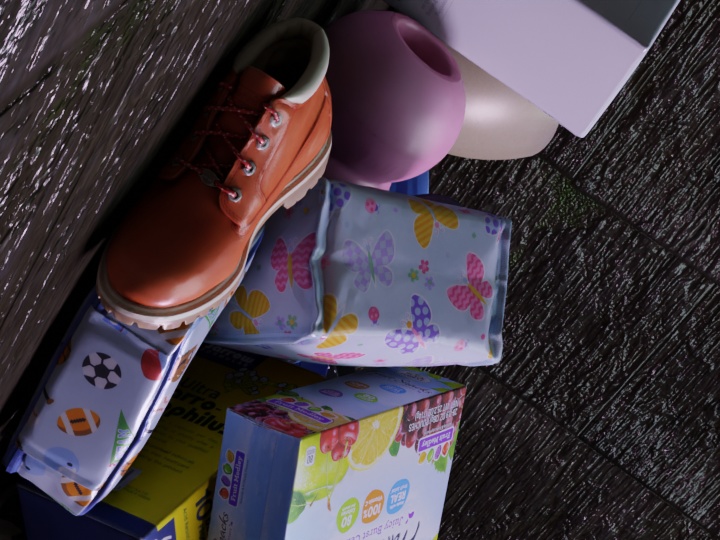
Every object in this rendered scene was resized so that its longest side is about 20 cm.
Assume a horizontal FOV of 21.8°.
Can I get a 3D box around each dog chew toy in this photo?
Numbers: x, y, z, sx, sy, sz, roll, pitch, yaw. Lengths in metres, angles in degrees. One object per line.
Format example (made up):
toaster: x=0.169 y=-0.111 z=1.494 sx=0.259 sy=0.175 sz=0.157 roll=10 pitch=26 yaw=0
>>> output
dog chew toy: x=-0.018 y=-0.090 z=1.331 sx=0.200 sy=0.125 sz=0.125 roll=-45 pitch=-176 yaw=24

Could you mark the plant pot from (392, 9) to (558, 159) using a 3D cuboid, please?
plant pot: x=0.085 y=-0.195 z=1.795 sx=0.134 sy=0.201 sz=0.200 roll=-14 pitch=159 yaw=-25

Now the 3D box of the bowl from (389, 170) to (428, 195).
bowl: x=0.008 y=-0.094 z=1.473 sx=0.201 sy=0.039 sz=0.201 roll=176 pitch=-90 yaw=-77

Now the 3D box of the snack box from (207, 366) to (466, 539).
snack box: x=-0.018 y=0.161 z=1.245 sx=0.200 sy=0.068 sz=0.169 roll=-9 pitch=114 yaw=-55

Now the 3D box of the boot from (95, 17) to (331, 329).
boot: x=-0.078 y=-0.057 z=1.023 sx=0.200 sy=0.075 sz=0.107 roll=-54 pitch=166 yaw=-38

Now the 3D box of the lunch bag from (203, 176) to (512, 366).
lunch bag: x=-0.027 y=0.001 z=1.242 sx=0.200 sy=0.169 sz=0.128 roll=-6 pitch=-102 yaw=51

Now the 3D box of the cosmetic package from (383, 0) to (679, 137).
cosmetic package: x=0.141 y=-0.242 z=1.335 sx=0.200 sy=0.200 sz=0.123 roll=-55 pitch=180 yaw=-33

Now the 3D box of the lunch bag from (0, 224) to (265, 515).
lunch bag: x=-0.139 y=0.045 z=1.137 sx=0.200 sy=0.075 sz=0.160 roll=-54 pitch=-175 yaw=31

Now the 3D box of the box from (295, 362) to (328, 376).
box: x=-0.075 y=0.106 z=1.480 sx=0.121 sy=0.032 sz=0.200 roll=-43 pitch=-167 yaw=24

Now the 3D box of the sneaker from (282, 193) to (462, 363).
sneaker: x=0.000 y=0.000 z=1.403 sx=0.200 sy=0.066 sz=0.078 roll=-35 pitch=-179 yaw=21

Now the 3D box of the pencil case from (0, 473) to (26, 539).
pencil case: x=-0.233 y=0.186 z=1.328 sx=0.200 sy=0.078 sz=0.090 roll=-54 pitch=165 yaw=-69

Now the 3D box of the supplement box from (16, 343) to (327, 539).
supplement box: x=-0.118 y=0.148 z=1.250 sx=0.200 sy=0.109 sz=0.109 roll=-40 pitch=137 yaw=-43

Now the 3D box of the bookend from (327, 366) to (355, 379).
bookend: x=-0.117 y=0.067 z=1.658 sx=0.199 sy=0.199 sz=0.092 roll=-11 pitch=-158 yaw=8
